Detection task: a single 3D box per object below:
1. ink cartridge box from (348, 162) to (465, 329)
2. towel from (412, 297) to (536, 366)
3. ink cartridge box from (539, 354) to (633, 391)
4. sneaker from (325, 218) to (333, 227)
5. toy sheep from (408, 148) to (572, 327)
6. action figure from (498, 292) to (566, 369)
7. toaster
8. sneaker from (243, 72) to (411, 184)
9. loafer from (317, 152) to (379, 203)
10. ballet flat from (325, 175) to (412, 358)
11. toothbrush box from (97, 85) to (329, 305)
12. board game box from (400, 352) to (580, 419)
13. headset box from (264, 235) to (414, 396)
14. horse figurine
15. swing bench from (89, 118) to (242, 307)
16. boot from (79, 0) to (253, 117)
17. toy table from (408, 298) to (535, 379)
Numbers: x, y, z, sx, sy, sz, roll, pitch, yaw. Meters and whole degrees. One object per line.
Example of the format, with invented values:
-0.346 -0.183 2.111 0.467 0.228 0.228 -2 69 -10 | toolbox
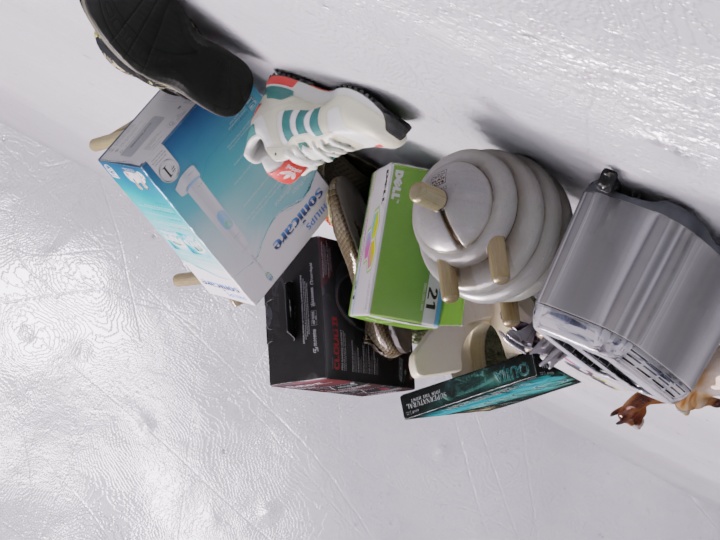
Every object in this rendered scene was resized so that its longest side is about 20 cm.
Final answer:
0.051 -0.024 1.531 0.075 0.149 0.200 10 176 -8 | ink cartridge box
0.111 0.030 1.827 0.199 0.149 0.037 24 155 28 | towel
0.239 0.045 1.495 0.068 0.116 0.200 29 173 -6 | ink cartridge box
-0.035 -0.095 1.847 0.200 0.073 0.077 38 -175 -27 | sneaker
0.106 -0.034 1.340 0.138 0.138 0.200 23 178 38 | toy sheep
0.174 0.014 1.455 0.069 0.130 0.200 48 -173 -14 | action figure
0.218 0.018 1.301 0.113 0.130 0.200 22 172 38 | toaster
-0.035 -0.114 1.467 0.070 0.094 0.199 32 173 -39 | sneaker
0.005 -0.072 1.733 0.200 0.076 0.067 31 179 -30 | loafer
0.000 0.000 1.671 0.046 0.067 0.201 -11 113 25 | ballet flat
-0.135 -0.087 1.626 0.085 0.147 0.200 12 148 50 | toothbrush box
0.155 0.116 1.701 0.135 0.028 0.200 -1 165 -40 | board game box
-0.027 0.051 1.734 0.075 0.150 0.200 -10 167 31 | headset box
0.334 0.096 1.480 0.199 0.050 0.132 -25 151 25 | horse figurine
-0.166 -0.086 1.786 0.200 0.130 0.200 62 160 -18 | swing bench
-0.207 -0.215 1.490 0.153 0.074 0.203 26 173 45 | boot
0.127 0.041 1.686 0.183 0.118 0.200 -9 171 -10 | toy table
